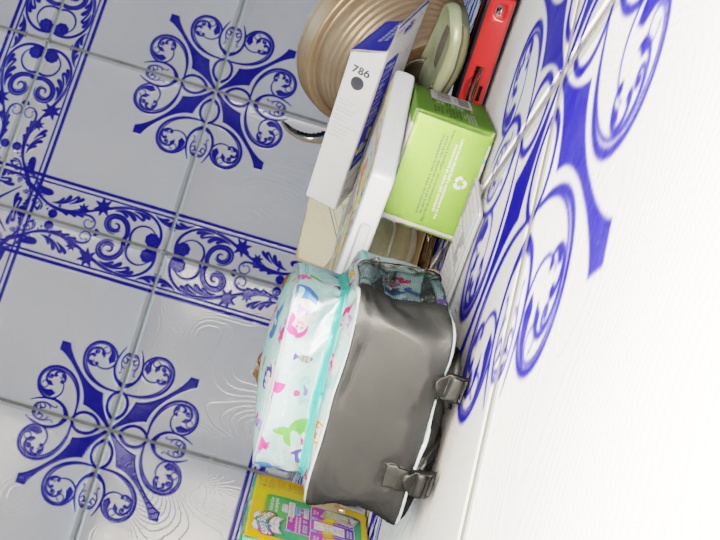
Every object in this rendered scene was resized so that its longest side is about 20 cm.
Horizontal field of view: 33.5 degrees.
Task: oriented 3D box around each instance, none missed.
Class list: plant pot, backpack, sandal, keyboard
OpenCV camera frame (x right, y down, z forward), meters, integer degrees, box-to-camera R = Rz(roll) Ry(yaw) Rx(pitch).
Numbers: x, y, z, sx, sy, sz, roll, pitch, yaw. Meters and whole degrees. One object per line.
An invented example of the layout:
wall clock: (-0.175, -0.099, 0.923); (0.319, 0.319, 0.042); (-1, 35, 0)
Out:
plant pot: (0.039, -0.226, 1.273); (0.093, 0.199, 0.202); (53, 140, 36)
backpack: (-0.001, 0.074, 0.900); (0.200, 0.149, 0.179); (-67, -8, -76)
sandal: (0.053, -0.179, 1.206); (0.080, 0.057, 0.203); (-114, 36, -51)
keyboard: (0.072, 0.017, 1.031); (0.057, 0.011, 0.201); (-79, 5, -55)

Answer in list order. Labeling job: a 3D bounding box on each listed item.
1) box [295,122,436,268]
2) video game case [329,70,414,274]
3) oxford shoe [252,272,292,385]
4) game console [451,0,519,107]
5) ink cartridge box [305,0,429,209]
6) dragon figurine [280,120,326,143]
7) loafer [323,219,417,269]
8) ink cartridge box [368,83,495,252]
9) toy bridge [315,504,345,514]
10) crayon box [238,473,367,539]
box: (0.012, -0.066, 1.307); (0.199, 0.021, 0.165); (21, 98, 46)
video game case: (0.003, -0.059, 1.076); (0.201, 0.023, 0.183); (-77, 7, -56)
oxford shoe: (-0.083, 0.094, 1.304); (0.071, 0.070, 0.202); (-63, -23, -71)
game console: (0.128, -0.239, 1.202); (0.177, 0.031, 0.202); (-73, 0, -59)
ink cartridge box: (0.006, -0.165, 1.138); (0.100, 0.039, 0.201); (-51, -14, -57)
dragon figurine: (0.008, -0.174, 1.488); (0.100, 0.198, 0.059); (-66, -11, 1)
loafer: (0.000, 0.000, 1.236); (0.075, 0.068, 0.202); (35, 118, 39)
ink cartridge box: (0.052, -0.057, 1.104); (0.148, 0.075, 0.202); (-84, 11, -73)
toy bridge: (-0.004, 0.156, 1.178); (0.201, 0.066, 0.027); (-79, 6, -45)
crayon box: (-0.056, 0.258, 1.122); (0.200, 0.117, 0.059); (-100, 26, -84)
